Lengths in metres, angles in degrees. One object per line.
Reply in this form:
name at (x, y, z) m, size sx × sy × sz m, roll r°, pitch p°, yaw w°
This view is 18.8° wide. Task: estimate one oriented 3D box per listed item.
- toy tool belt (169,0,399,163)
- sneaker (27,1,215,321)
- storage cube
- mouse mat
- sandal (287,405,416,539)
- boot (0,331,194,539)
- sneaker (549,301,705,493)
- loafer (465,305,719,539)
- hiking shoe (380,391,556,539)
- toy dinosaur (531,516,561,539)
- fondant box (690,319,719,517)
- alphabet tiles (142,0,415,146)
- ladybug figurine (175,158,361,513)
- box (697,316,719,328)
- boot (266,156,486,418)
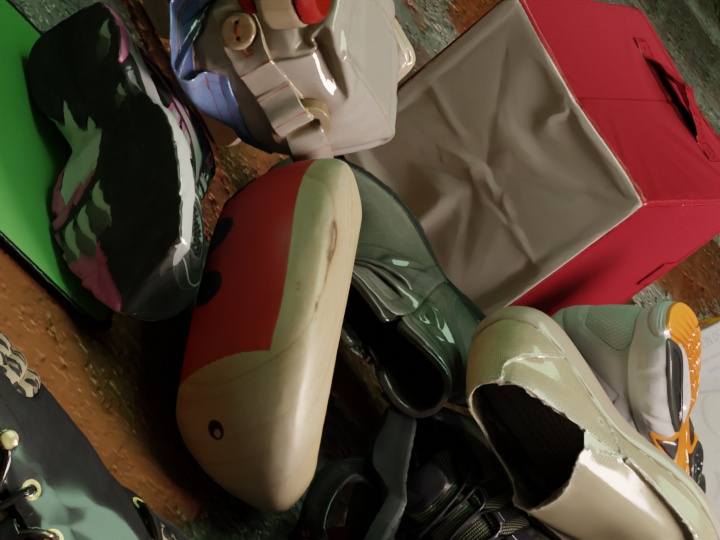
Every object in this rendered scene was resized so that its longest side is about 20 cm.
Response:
toy tool belt at (-0.058, -0.118, 1.129) m, size 0.200 × 0.122 × 0.125 m, roll 43°, pitch 46°, yaw -70°
sneaker at (-0.103, -0.051, 1.102) m, size 0.086 × 0.080 × 0.200 m, roll 37°, pitch 28°, yaw -42°
storage cube at (0.124, -0.065, 1.466) m, size 0.180 × 0.200 × 0.171 m, roll -3°, pitch 60°, yaw -58°
mouse mat at (-0.170, -0.070, 1.104) m, size 0.161 × 0.008 × 0.200 m, roll 46°, pitch 23°, yaw -22°
sandal at (-0.009, 0.123, 1.089) m, size 0.048 × 0.076 × 0.200 m, roll 22°, pitch 16°, yaw -2°
boot at (-0.125, 0.112, 0.832) m, size 0.151 × 0.073 × 0.200 m, roll 51°, pitch 18°, yaw -11°
sneaker at (0.142, 0.102, 1.225) m, size 0.076 × 0.092 × 0.201 m, roll -46°, pitch 138°, yaw -54°
loafer at (0.118, 0.113, 1.156) m, size 0.200 × 0.076 × 0.068 m, roll 50°, pitch 40°, yaw -1°
hiking shoe at (0.059, 0.149, 1.187) m, size 0.101 × 0.076 × 0.200 m, roll 28°, pitch 24°, yaw -34°
toy dinosaur at (0.130, 0.184, 1.293) m, size 0.088 × 0.047 × 0.201 m, roll -89°, pitch 160°, yaw -83°
fondant box at (0.218, 0.142, 1.330) m, size 0.201 × 0.144 × 0.058 m, roll 64°, pitch -7°, yaw 5°
alphabet tiles at (-0.045, -0.172, 1.262) m, size 0.015 × 0.196 × 0.200 m, roll -6°, pitch 61°, yaw -50°
ladybug figurine at (-0.045, 0.025, 1.076) m, size 0.072 × 0.136 × 0.200 m, roll 10°, pitch 49°, yaw 0°
box at (0.192, 0.098, 1.447) m, size 0.200 × 0.119 × 0.042 m, roll -82°, pitch 163°, yaw -65°
boot at (0.000, 0.000, 1.215) m, size 0.200 × 0.068 × 0.131 m, roll 46°, pitch 13°, yaw 18°
